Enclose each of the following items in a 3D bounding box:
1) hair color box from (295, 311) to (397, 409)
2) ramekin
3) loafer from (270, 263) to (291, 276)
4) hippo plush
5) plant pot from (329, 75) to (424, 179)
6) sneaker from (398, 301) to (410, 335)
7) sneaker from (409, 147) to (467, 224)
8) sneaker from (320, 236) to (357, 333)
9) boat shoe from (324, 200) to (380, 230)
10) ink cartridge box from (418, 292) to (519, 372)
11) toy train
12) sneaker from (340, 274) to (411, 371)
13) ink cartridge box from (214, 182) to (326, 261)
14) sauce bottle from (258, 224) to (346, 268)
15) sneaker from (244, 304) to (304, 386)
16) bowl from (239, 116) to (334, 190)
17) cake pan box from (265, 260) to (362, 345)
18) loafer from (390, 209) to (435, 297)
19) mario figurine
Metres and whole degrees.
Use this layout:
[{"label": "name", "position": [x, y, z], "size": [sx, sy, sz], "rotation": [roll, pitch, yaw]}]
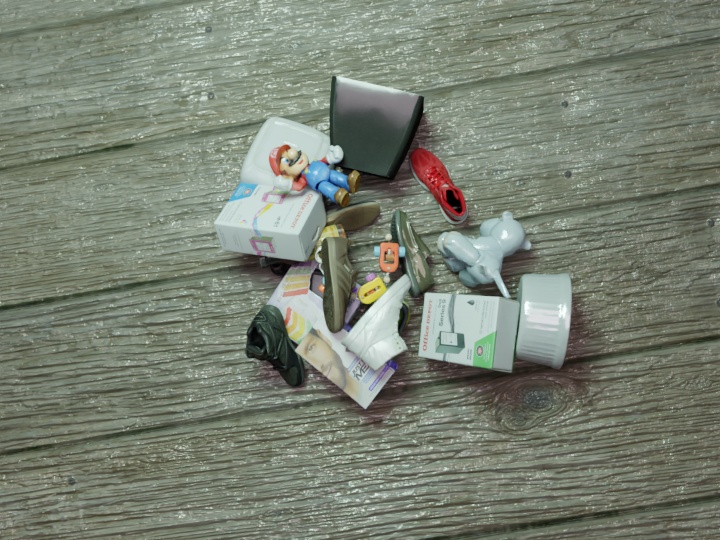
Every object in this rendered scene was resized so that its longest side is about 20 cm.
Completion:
[{"label": "hair color box", "position": [-0.030, 0.189, 1.326], "size": [0.199, 0.065, 0.110], "rotation": [38, 100, 6]}, {"label": "ramekin", "position": [0.382, 0.102, 1.305], "size": [0.096, 0.200, 0.204], "rotation": [6, 85, 10]}, {"label": "loafer", "position": [-0.182, -0.090, 1.413], "size": [0.071, 0.063, 0.203], "rotation": [0, 84, 4]}, {"label": "hippo plush", "position": [0.273, -0.062, 1.334], "size": [0.161, 0.200, 0.159], "rotation": [-47, 106, -9]}, {"label": "plant pot", "position": [0.024, -0.305, 1.365], "size": [0.197, 0.200, 0.180], "rotation": [15, 97, 4]}, {"label": "sneaker", "position": [0.047, 0.153, 1.372], "size": [0.073, 0.081, 0.202], "rotation": [27, 87, 5]}, {"label": "sneaker", "position": [0.181, -0.203, 1.378], "size": [0.078, 0.116, 0.201], "rotation": [-38, 84, -1]}, {"label": "sneaker", "position": [-0.036, 0.028, 1.283], "size": [0.074, 0.070, 0.203], "rotation": [0, 83, -24]}, {"label": "boat shoe", "position": [-0.053, -0.126, 1.409], "size": [0.197, 0.072, 0.065], "rotation": [-20, 52, 0]}, {"label": "ink cartridge box", "position": [0.226, 0.128, 1.308], "size": [0.198, 0.083, 0.148], "rotation": [1, 81, 47]}, {"label": "toy train", "position": [0.000, 0.000, 1.354], "size": [0.197, 0.056, 0.153], "rotation": [-3, 88, -3]}, {"label": "sneaker", "position": [0.064, 0.114, 1.280], "size": [0.115, 0.074, 0.200], "rotation": [41, 77, 3]}, {"label": "ink cartridge box", "position": [-0.188, -0.107, 1.318], "size": [0.197, 0.085, 0.146], "rotation": [8, 47, 15]}, {"label": "sauce bottle", "position": [-0.127, -0.049, 1.358], "size": [0.197, 0.066, 0.067], "rotation": [-18, 84, -8]}, {"label": "sneaker", "position": [-0.192, 0.188, 1.344], "size": [0.075, 0.114, 0.202], "rotation": [-5, 117, 30]}, {"label": "bowl", "position": [-0.165, -0.254, 1.399], "size": [0.198, 0.075, 0.202], "rotation": [20, 71, 6]}, {"label": "cake pan box", "position": [-0.103, 0.073, 1.403], "size": [0.183, 0.052, 0.201], "rotation": [35, 87, 3]}, {"label": "loafer", "position": [0.120, -0.043, 1.397], "size": [0.069, 0.075, 0.203], "rotation": [-14, 89, -10]}, {"label": "mario figurine", "position": [-0.104, -0.210, 1.270], "size": [0.198, 0.123, 0.107], "rotation": [24, 117, 15]}]
